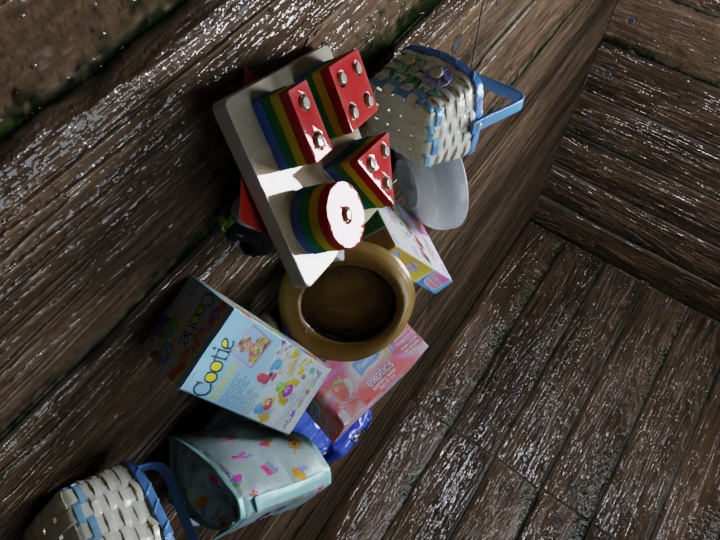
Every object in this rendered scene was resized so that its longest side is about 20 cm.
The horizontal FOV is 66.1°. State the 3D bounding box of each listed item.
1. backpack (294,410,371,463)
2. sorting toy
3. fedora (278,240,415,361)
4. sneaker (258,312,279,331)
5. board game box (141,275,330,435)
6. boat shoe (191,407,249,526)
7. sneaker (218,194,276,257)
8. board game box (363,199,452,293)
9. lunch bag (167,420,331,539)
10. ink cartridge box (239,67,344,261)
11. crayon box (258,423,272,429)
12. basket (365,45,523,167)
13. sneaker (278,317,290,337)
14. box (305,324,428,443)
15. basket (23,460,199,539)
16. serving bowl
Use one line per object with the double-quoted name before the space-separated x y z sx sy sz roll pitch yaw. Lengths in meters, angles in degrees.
"backpack" -0.087 0.308 1.125 0.199 0.168 0.163 -37 170 -38
"sorting toy" -0.032 -0.120 0.592 0.200 0.069 0.201 -52 128 -47
"fedora" -0.022 0.035 0.810 0.082 0.198 0.203 -111 -136 -66
"sneaker" -0.185 0.147 0.829 0.089 0.067 0.202 -19 145 -38
"board game box" -0.147 0.110 0.687 0.106 0.102 0.200 -55 139 -8
"boat shoe" -0.247 0.305 0.900 0.072 0.062 0.203 37 67 -33
"sneaker" -0.119 -0.055 0.705 0.082 0.072 0.200 -36 162 8
"board game box" 0.065 -0.057 0.919 0.040 0.155 0.199 -36 146 20
"lunch bag" -0.161 0.299 0.800 0.169 0.198 0.125 1 92 -46
"ink cartridge box" -0.068 -0.108 0.626 0.200 0.056 0.166 41 47 -74
"crayon box" -0.123 0.184 0.897 0.200 0.050 0.129 134 -30 -77
"basket" 0.117 -0.245 0.800 0.199 0.175 0.141 -33 143 -34
"sneaker" -0.073 0.071 0.962 0.199 0.078 0.076 -35 150 -51
"box" 0.003 0.166 0.896 0.199 0.095 0.103 -38 165 -29
"basket" -0.283 0.322 0.673 0.139 0.177 0.199 -48 151 17
"serving bowl" 0.106 -0.160 0.945 0.065 0.202 0.201 -20 149 -13
